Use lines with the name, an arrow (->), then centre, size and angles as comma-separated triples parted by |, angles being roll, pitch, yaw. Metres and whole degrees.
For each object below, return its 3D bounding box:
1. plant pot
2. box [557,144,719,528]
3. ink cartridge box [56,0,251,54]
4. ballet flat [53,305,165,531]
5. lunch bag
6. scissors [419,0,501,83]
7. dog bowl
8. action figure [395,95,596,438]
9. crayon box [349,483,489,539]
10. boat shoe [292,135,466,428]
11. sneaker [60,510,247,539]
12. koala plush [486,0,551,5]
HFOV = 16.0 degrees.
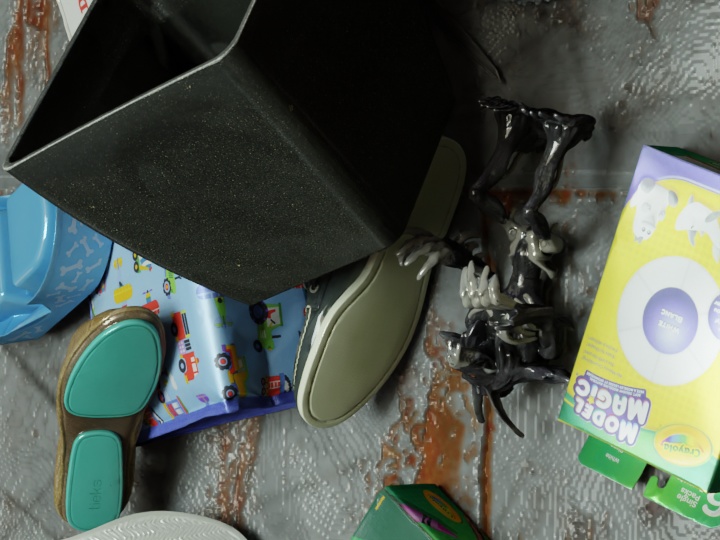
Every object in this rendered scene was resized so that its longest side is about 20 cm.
plant pot -> -0.058, -0.100, 1.532 | 0.199, 0.177, 0.200 | -24, 32, 39
box -> 0.189, 0.039, 1.483 | 0.117, 0.048, 0.201 | 24, 105, 37
ink cartridge box -> -0.107, -0.204, 1.696 | 0.200, 0.084, 0.147 | -32, 69, 39
ballet flat -> -0.171, 0.083, 1.695 | 0.073, 0.067, 0.201 | -105, 20, -48
lunch bag -> -0.129, 0.034, 1.722 | 0.199, 0.094, 0.152 | -18, 81, 47
scissors -> 0.026, -0.183, 1.643 | 0.073, 0.014, 0.201 | -39, 67, 30
dog bowl -> -0.229, -0.014, 1.782 | 0.200, 0.049, 0.112 | -36, 56, 53
action figure -> 0.078, -0.002, 1.537 | 0.119, 0.102, 0.201 | 19, 101, 52
crayon box -> 0.021, 0.248, 1.605 | 0.119, 0.058, 0.201 | 43, 115, 31
boat shoe -> -0.002, -0.001, 1.620 | 0.066, 0.074, 0.201 | 31, 105, 45
sneaker -> -0.163, 0.217, 1.748 | 0.199, 0.116, 0.074 | -6, 69, 3
koala plush -> 0.059, -0.240, 1.495 | 0.183, 0.199, 0.179 | -18, 78, 37
